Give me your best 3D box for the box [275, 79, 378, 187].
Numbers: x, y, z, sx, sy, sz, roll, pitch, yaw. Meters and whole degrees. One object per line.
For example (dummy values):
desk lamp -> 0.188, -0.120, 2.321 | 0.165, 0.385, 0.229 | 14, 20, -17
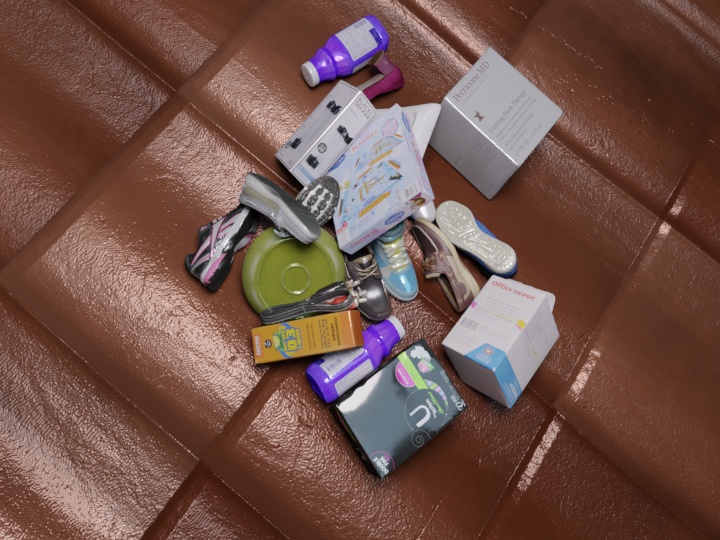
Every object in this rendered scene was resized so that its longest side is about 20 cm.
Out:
box -> -0.068, -0.263, 1.153 | 0.201, 0.117, 0.060 | -49, 124, 2

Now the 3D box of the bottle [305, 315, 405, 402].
bottle -> -0.005, 0.158, 1.103 | 0.197, 0.083, 0.067 | -34, 118, -20

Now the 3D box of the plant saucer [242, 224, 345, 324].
plant saucer -> -0.120, 0.013, 1.098 | 0.193, 0.031, 0.207 | -4, 107, -11

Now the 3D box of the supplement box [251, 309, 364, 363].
supplement box -> -0.095, 0.120, 1.065 | 0.194, 0.069, 0.069 | -13, 83, 17

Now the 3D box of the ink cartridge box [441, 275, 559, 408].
ink cartridge box -> 0.271, 0.120, 1.113 | 0.201, 0.127, 0.127 | -48, 131, -17

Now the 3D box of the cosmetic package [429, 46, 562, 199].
cosmetic package -> 0.267, -0.296, 1.228 | 0.199, 0.167, 0.168 | 42, 72, 4

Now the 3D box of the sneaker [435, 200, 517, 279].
sneaker -> 0.235, -0.054, 1.204 | 0.199, 0.111, 0.077 | 40, 89, 26

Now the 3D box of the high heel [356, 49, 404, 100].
high heel -> 0.017, -0.356, 1.264 | 0.201, 0.067, 0.096 | -51, 128, 1

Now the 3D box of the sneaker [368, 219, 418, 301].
sneaker -> 0.062, -0.044, 1.144 | 0.078, 0.131, 0.204 | -25, 81, -17

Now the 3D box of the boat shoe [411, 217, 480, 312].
boat shoe -> 0.156, -0.009, 1.185 | 0.071, 0.072, 0.203 | -34, 89, -18

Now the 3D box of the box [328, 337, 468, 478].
box -> 0.064, 0.246, 1.070 | 0.197, 0.125, 0.151 | -33, 83, -15

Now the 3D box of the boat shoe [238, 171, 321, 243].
boat shoe -> -0.145, -0.101, 1.051 | 0.201, 0.074, 0.066 | 39, 107, 28

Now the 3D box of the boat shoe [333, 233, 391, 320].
boat shoe -> 0.000, 0.000, 1.136 | 0.073, 0.074, 0.203 | -24, 69, -15

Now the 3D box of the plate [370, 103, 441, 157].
plate -> 0.046, -0.248, 1.180 | 0.032, 0.196, 0.205 | 40, 66, -44

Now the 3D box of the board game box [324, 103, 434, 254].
board game box -> 0.025, -0.167, 1.101 | 0.041, 0.197, 0.205 | 23, 45, -47

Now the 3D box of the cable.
cable -> -0.080, 0.070, 1.057 | 0.195, 0.098, 0.051 | -24, 116, -2

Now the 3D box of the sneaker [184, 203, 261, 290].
sneaker -> -0.262, -0.071, 1.127 | 0.084, 0.081, 0.203 | 26, 66, 10

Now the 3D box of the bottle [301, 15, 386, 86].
bottle -> -0.034, -0.459, 1.265 | 0.198, 0.065, 0.084 | -37, 83, -16

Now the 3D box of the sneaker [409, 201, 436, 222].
sneaker -> 0.099, -0.189, 1.220 | 0.070, 0.073, 0.205 | -23, 81, -16

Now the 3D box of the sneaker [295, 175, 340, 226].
sneaker -> -0.114, -0.097, 1.132 | 0.076, 0.089, 0.202 | 37, 94, -20
